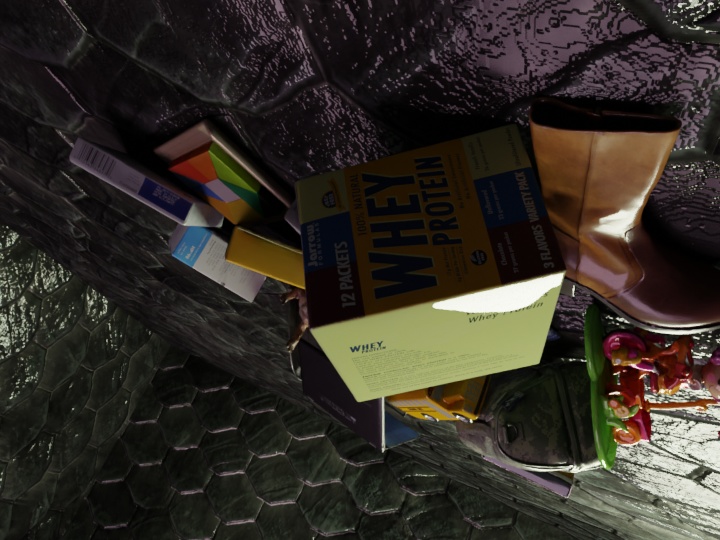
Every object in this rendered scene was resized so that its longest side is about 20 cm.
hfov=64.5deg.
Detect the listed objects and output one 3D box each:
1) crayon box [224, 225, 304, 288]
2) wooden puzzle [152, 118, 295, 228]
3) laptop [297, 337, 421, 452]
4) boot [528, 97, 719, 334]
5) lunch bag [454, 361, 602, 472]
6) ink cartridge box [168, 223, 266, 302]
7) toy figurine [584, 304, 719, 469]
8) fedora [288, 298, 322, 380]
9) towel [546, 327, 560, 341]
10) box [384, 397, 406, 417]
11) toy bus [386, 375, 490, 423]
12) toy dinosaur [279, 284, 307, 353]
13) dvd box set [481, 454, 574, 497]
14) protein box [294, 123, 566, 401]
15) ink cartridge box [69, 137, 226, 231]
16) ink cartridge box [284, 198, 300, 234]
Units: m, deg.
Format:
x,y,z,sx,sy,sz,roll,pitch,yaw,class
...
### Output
x,y,z,sx,sy,sz,roll,pitch,yaw,class
-0.133,-0.021,0.831,0.123,0.052,0.200,21,179,-13,crayon box
-0.187,-0.120,0.798,0.184,0.038,0.197,41,156,-32,wooden puzzle
0.001,0.200,0.958,0.184,0.115,0.205,26,134,33,laptop
0.224,-0.044,0.450,0.185,0.069,0.202,25,154,30,boot
0.230,0.208,0.796,0.162,0.145,0.200,-8,170,-10,lunch bag
-0.230,-0.015,0.994,0.198,0.068,0.116,34,180,-26,ink cartridge box
0.349,0.123,0.611,0.179,0.151,0.205,-5,120,33,toy figurine
-0.077,0.107,1.051,0.087,0.184,0.200,-3,173,0,fedora
0.156,0.043,0.770,0.198,0.024,0.143,36,154,-24,towel
0.037,0.186,1.051,0.141,0.037,0.200,36,-172,4,box
0.108,0.172,0.826,0.077,0.066,0.200,31,160,-8,toy bus
-0.050,0.050,0.892,0.131,0.200,0.088,-17,101,15,toy dinosaur
0.296,0.289,0.975,0.142,0.030,0.199,21,-159,20,dvd box set
0.061,0.008,0.521,0.192,0.139,0.201,-13,151,6,protein box
-0.310,-0.128,0.886,0.195,0.042,0.200,29,-177,2,ink cartridge box
0.000,0.000,0.756,0.162,0.058,0.200,39,177,45,ink cartridge box
